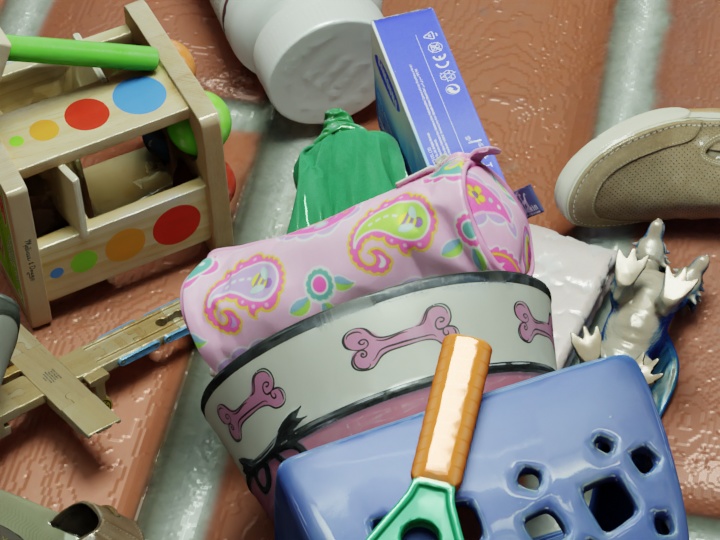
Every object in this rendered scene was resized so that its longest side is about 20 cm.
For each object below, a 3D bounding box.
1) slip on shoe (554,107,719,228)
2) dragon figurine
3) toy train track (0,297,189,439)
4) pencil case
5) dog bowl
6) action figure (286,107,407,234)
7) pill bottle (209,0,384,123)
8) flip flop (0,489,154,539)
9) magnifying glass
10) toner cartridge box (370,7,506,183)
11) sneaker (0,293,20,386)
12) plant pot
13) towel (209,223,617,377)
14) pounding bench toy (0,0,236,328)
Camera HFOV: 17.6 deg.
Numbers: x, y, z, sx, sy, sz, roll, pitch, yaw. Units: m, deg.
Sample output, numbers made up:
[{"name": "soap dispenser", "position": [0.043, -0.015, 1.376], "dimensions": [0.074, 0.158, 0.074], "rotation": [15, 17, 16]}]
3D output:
[{"name": "slip on shoe", "position": [0.223, -0.060, 1.470], "dimensions": [0.200, 0.076, 0.061], "rotation": [-10, 42, -17]}, {"name": "dragon figurine", "position": [0.159, 0.052, 1.379], "dimensions": [0.059, 0.099, 0.200], "rotation": [19, 71, 15]}, {"name": "toy train track", "position": [-0.150, 0.058, 1.404], "dimensions": [0.200, 0.033, 0.115], "rotation": [-27, 46, -28]}, {"name": "pencil case", "position": [0.000, 0.000, 1.292], "dimensions": [0.200, 0.087, 0.087], "rotation": [-22, 44, 24]}, {"name": "dog bowl", "position": [0.019, 0.076, 1.250], "dimensions": [0.200, 0.200, 0.074], "rotation": [-15, 70, -12]}, {"name": "action figure", "position": [-0.002, -0.021, 1.406], "dimensions": [0.118, 0.055, 0.200], "rotation": [-12, 53, 6]}, {"name": "pill bottle", "position": [-0.050, -0.198, 1.570], "dimensions": [0.110, 0.110, 0.200], "rotation": [-16, 50, -12]}, {"name": "flip flop", "position": [-0.161, 0.157, 1.294], "dimensions": [0.200, 0.058, 0.081], "rotation": [18, 49, 19]}, {"name": "magnifying glass", "position": [0.030, 0.122, 1.097], "dimensions": [0.080, 0.022, 0.200], "rotation": [12, 64, 6]}, {"name": "toner cartridge box", "position": [0.053, -0.059, 1.414], "dimensions": [0.043, 0.095, 0.200], "rotation": [-13, 49, -8]}, {"name": "sneaker", "position": [-0.231, 0.106, 1.294], "dimensions": [0.079, 0.074, 0.200], "rotation": [13, 70, 24]}, {"name": "plant pot", "position": [0.077, 0.185, 1.180], "dimensions": [0.200, 0.200, 0.180], "rotation": [-16, 57, -11]}, {"name": "towel", "position": [0.035, 0.031, 1.419], "dimensions": [0.200, 0.032, 0.191], "rotation": [17, 52, 17]}, {"name": "pounding bench toy", "position": [-0.163, -0.095, 1.423], "dimensions": [0.156, 0.200, 0.124], "rotation": [-21, 51, -16]}]
